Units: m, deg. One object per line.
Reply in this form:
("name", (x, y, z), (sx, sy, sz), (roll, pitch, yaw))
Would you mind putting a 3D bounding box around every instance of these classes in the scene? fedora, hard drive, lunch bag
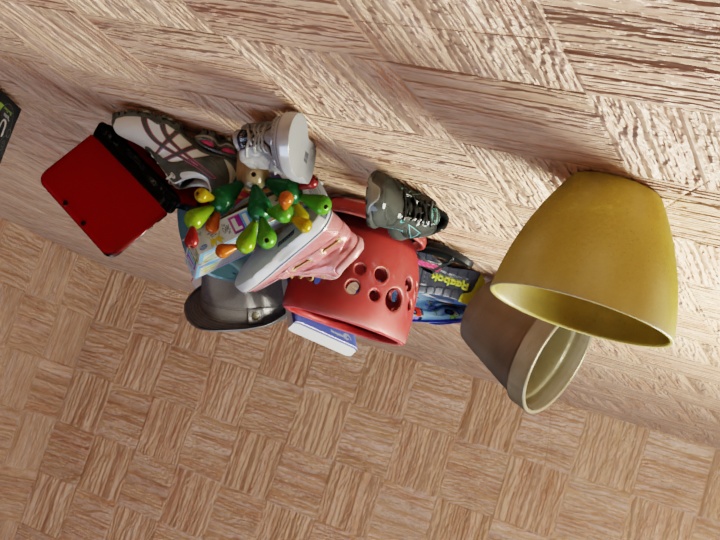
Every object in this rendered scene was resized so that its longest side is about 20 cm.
("fedora", (-0.198, 0.021, 1.892), (0.196, 0.092, 0.178), (-3, -150, -7))
("hard drive", (-0.073, 0.036, 1.870), (0.131, 0.202, 0.025), (26, 126, -34))
("lunch bag", (0.115, 0.041, 2.059), (0.197, 0.096, 0.150), (11, -170, -30))

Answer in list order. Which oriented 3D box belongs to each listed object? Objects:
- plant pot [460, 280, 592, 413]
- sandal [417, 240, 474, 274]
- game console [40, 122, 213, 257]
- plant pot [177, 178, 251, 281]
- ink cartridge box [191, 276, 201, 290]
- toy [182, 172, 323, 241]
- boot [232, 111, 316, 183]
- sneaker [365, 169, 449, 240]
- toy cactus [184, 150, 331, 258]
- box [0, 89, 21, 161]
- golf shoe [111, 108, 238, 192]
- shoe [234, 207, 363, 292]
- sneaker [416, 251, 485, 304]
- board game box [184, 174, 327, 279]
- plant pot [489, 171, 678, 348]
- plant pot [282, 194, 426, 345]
("plant pot", (0.265, 0.108, 1.891), (0.172, 0.202, 0.200), (32, 179, 30))
("sandal", (0.088, -0.027, 1.826), (0.197, 0.046, 0.075), (16, 171, 20))
("game console", (-0.335, -0.112, 1.670), (0.200, 0.119, 0.171), (43, -164, 27))
("plant pot", (-0.207, -0.065, 1.791), (0.197, 0.137, 0.201), (15, 158, 6))
("ink cartridge box", (-0.186, 0.000, 2.072), (0.198, 0.148, 0.083), (9, -151, -43))
("toy", (-0.159, -0.100, 1.624), (0.048, 0.198, 0.115), (61, -170, 9))
("boot", (-0.113, -0.150, 1.386), (0.094, 0.075, 0.200), (11, 172, 5))
("sneaker", (0.060, -0.085, 1.493), (0.078, 0.077, 0.200), (4, 175, 19))
("toy cactus", (-0.143, -0.104, 1.507), (0.196, 0.167, 0.103), (-14, 146, 0))
("box", (-0.669, -0.253, 1.803), (0.197, 0.126, 0.149), (19, 172, 7))
("golf shoe", (-0.266, -0.166, 1.595), (0.197, 0.090, 0.077), (19, 173, 7))
("shoe", (-0.087, -0.010, 1.603), (0.091, 0.072, 0.199), (38, 125, -23))
("sneaker", (0.112, 0.010, 1.921), (0.198, 0.075, 0.082), (24, 172, -22))
("board game box", (-0.150, -0.059, 1.604), (0.035, 0.198, 0.135), (61, 162, 8))
("plant pot", (0.250, -0.018, 1.196), (0.197, 0.144, 0.200), (19, 171, 3))
("plant pot", (0.000, 0.000, 1.719), (0.197, 0.186, 0.201), (18, 171, 3))
